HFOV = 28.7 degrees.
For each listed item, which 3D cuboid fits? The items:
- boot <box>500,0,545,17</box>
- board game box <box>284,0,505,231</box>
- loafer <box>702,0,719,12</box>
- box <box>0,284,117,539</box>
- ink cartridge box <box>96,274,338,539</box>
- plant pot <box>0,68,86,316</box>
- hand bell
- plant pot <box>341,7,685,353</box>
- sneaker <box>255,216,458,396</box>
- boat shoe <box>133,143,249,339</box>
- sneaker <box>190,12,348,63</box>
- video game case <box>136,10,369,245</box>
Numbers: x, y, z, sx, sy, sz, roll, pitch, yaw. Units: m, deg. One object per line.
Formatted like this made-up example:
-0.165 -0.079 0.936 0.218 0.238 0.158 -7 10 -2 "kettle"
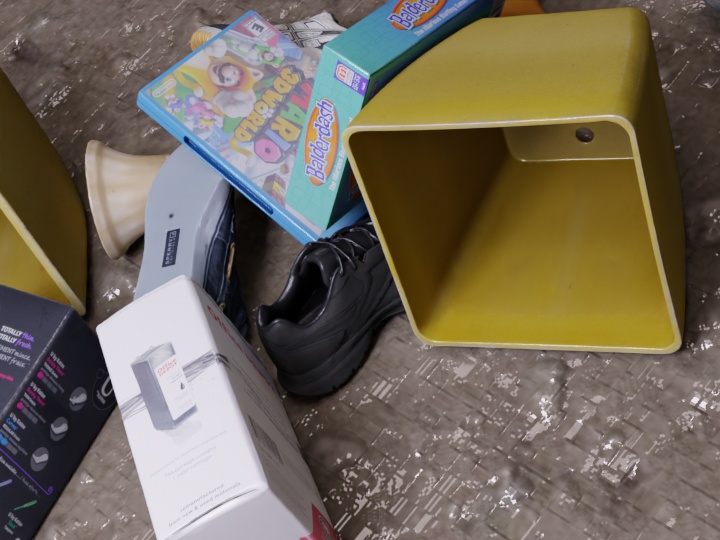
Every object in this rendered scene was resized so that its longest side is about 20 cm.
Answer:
0.130 -0.230 1.185 0.200 0.071 0.145 0 57 33 "boot"
0.030 -0.140 1.064 0.045 0.153 0.200 34 46 16 "board game box"
0.290 -0.232 1.113 0.069 0.070 0.201 -18 41 20 "loafer"
-0.293 0.123 1.097 0.121 0.106 0.201 14 62 32 "box"
-0.096 0.123 0.971 0.084 0.146 0.201 -29 47 4 "ink cartridge box"
-0.354 -0.068 1.230 0.194 0.195 0.201 -16 41 15 "plant pot"
-0.124 -0.079 1.201 0.198 0.105 0.105 -11 49 4 "hand bell"
0.130 -0.077 0.995 0.198 0.201 0.177 0 42 26 "plant pot"
0.000 0.000 1.058 0.076 0.091 0.200 24 67 40 "sneaker"
-0.127 -0.011 1.129 0.070 0.091 0.202 -8 53 24 "boat shoe"
-0.056 -0.190 1.256 0.199 0.076 0.088 18 58 25 "sneaker"
-0.061 -0.115 1.135 0.200 0.018 0.143 40 55 11 "video game case"
